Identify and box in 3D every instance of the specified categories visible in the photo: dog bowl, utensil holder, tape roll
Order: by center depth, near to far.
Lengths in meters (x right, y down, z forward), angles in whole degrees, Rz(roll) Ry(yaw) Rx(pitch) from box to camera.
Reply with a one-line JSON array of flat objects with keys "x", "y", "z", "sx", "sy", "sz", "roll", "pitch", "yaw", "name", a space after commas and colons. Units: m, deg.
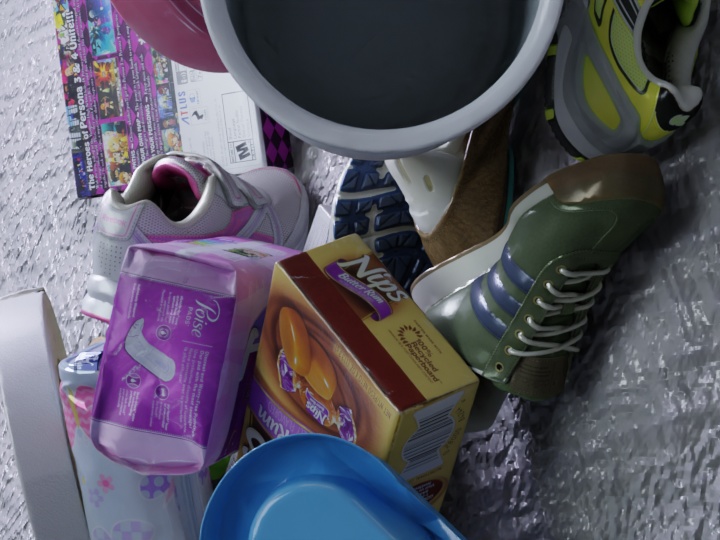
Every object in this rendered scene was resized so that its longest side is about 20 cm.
[{"x": 0.014, "y": 0.164, "z": 1.149, "sx": 0.112, "sy": 0.200, "sz": 0.050, "roll": -48, "pitch": -8, "yaw": 10, "name": "dog bowl"}, {"x": 0.008, "y": -0.138, "z": 1.165, "sx": 0.200, "sy": 0.169, "sz": 0.171, "roll": 176, "pitch": 106, "yaw": -89, "name": "utensil holder"}, {"x": -0.207, "y": 0.114, "z": 1.578, "sx": 0.203, "sy": 0.037, "sz": 0.204, "roll": 167, "pitch": 90, "yaw": -87, "name": "tape roll"}]

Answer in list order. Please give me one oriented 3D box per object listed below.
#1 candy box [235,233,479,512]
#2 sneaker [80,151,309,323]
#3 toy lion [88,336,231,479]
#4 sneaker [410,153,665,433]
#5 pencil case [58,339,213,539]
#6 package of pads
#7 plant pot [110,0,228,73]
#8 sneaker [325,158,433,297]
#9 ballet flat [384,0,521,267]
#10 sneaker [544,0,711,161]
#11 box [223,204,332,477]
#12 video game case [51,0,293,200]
[{"x": -0.008, "y": 0.094, "z": 1.254, "sx": 0.117, "sy": 0.056, "sz": 0.200, "roll": 50, "pitch": 146, "yaw": 32, "name": "candy box"}, {"x": -0.096, "y": -0.034, "z": 1.471, "sx": 0.081, "sy": 0.200, "sz": 0.089, "roll": 16, "pitch": 118, "yaw": 25, "name": "sneaker"}, {"x": -0.113, "y": 0.069, "z": 1.598, "sx": 0.192, "sy": 0.068, "sz": 0.200, "roll": -56, "pitch": 31, "yaw": 26, "name": "toy lion"}, {"x": 0.093, "y": 0.020, "z": 1.177, "sx": 0.200, "sy": 0.067, "sz": 0.090, "roll": -38, "pitch": 54, "yaw": 54, "name": "sneaker"}, {"x": -0.130, "y": 0.137, "z": 1.487, "sx": 0.090, "sy": 0.083, "sz": 0.201, "roll": -1, "pitch": 105, "yaw": 28, "name": "pencil case"}, {"x": -0.087, "y": 0.045, "z": 1.338, "sx": 0.200, "sy": 0.075, "sz": 0.121, "roll": -14, "pitch": -64, "yaw": -79, "name": "package of pads"}, {"x": -0.046, "y": -0.238, "z": 1.459, "sx": 0.179, "sy": 0.200, "sz": 0.201, "roll": -12, "pitch": 67, "yaw": 46, "name": "plant pot"}, {"x": 0.000, "y": 0.000, "z": 1.365, "sx": 0.085, "sy": 0.077, "sz": 0.201, "roll": -159, "pitch": 83, "yaw": -69, "name": "sneaker"}, {"x": 0.053, "y": -0.083, "z": 1.289, "sx": 0.068, "sy": 0.072, "sz": 0.201, "roll": 19, "pitch": 96, "yaw": 67, "name": "ballet flat"}, {"x": 0.141, "y": -0.152, "z": 1.157, "sx": 0.076, "sy": 0.075, "sz": 0.201, "roll": -11, "pitch": 74, "yaw": 47, "name": "sneaker"}, {"x": -0.035, "y": 0.060, "z": 1.450, "sx": 0.041, "sy": 0.039, "sz": 0.201, "roll": 46, "pitch": 120, "yaw": 59, "name": "box"}, {"x": -0.135, "y": -0.157, "z": 1.617, "sx": 0.181, "sy": 0.036, "sz": 0.201, "roll": -7, "pitch": 92, "yaw": 38, "name": "video game case"}]
